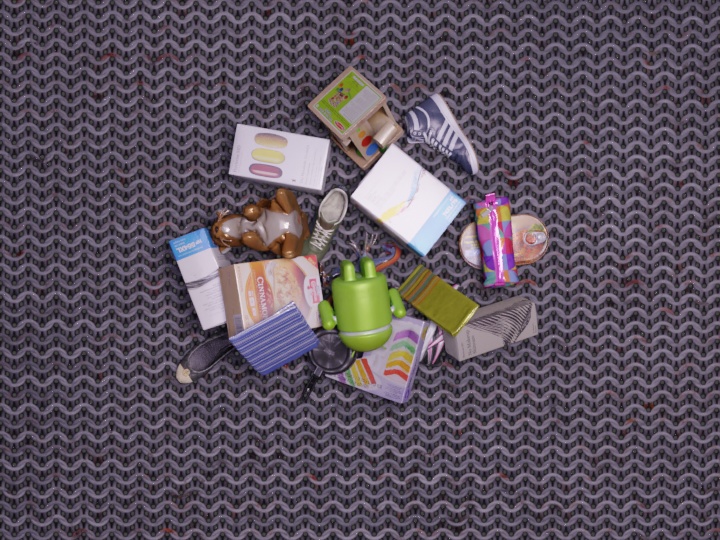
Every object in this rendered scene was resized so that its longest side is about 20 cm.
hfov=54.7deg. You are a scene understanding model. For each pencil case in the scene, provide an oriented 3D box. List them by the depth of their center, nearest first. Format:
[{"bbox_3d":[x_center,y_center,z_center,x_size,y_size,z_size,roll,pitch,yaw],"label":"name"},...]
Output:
[{"bbox_3d":[0.290,-0.063,1.494,0.088,0.088,0.201,-9,91,-1],"label":"pencil case"}]

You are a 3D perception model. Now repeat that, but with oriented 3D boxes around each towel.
[{"bbox_3d":[-0.167,0.139,1.390,0.144,0.200,0.024,-29,60,-5],"label":"towel"},{"bbox_3d":[0.162,0.061,1.491,0.086,0.200,0.018,-52,133,0],"label":"towel"}]

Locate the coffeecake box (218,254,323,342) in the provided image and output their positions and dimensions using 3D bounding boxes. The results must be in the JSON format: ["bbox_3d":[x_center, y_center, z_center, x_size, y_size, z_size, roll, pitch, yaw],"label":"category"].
[{"bbox_3d":[-0.179,0.056,1.437,0.199,0.073,0.154,-8,88,-39],"label":"coffeecake box"}]

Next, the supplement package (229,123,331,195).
[{"bbox_3d":[-0.171,-0.237,1.507,0.199,0.110,0.114,9,90,-1],"label":"supplement package"}]

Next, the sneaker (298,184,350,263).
[{"bbox_3d":[-0.081,-0.099,1.519,0.067,0.090,0.201,27,90,-2],"label":"sneaker"}]

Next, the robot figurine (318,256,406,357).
[{"bbox_3d":[0.004,0.076,1.431,0.175,0.116,0.201,-10,100,-10],"label":"robot figurine"}]

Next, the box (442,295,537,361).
[{"bbox_3d":[0.280,0.123,1.504,0.199,0.068,0.082,-18,108,-17],"label":"box"}]

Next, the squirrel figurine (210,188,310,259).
[{"bbox_3d":[-0.212,-0.088,1.467,0.186,0.200,0.142,-9,94,13],"label":"squirrel figurine"}]

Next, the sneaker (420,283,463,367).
[{"bbox_3d":[0.182,0.123,1.542,0.086,0.080,0.200,27,98,-13],"label":"sneaker"}]

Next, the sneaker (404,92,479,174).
[{"bbox_3d":[0.172,-0.281,1.530,0.108,0.070,0.200,-29,84,-5],"label":"sneaker"}]

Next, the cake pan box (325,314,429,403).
[{"bbox_3d":[0.033,0.170,1.513,0.199,0.052,0.185,17,89,23],"label":"cake pan box"}]

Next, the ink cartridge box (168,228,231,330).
[{"bbox_3d":[-0.320,0.017,1.489,0.084,0.146,0.201,-20,91,0],"label":"ink cartridge box"}]

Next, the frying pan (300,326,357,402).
[{"bbox_3d":[-0.092,0.193,1.505,0.190,0.031,0.115,-38,91,11],"label":"frying pan"}]

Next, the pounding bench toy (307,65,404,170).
[{"bbox_3d":[0.018,-0.292,1.461,0.124,0.156,0.200,-43,60,1],"label":"pounding bench toy"}]

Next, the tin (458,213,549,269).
[{"bbox_3d":[0.317,-0.065,1.552,0.199,0.042,0.112,-7,95,0],"label":"tin"}]

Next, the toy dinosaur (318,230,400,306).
[{"bbox_3d":[0.000,0.000,1.531,0.181,0.105,0.201,-3,107,-11],"label":"toy dinosaur"}]

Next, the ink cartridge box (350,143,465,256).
[{"bbox_3d":[0.096,-0.146,1.494,0.200,0.147,0.146,38,91,-1],"label":"ink cartridge box"}]

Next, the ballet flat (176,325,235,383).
[{"bbox_3d":[-0.329,0.177,1.535,0.200,0.057,0.067,-39,90,0],"label":"ballet flat"}]
